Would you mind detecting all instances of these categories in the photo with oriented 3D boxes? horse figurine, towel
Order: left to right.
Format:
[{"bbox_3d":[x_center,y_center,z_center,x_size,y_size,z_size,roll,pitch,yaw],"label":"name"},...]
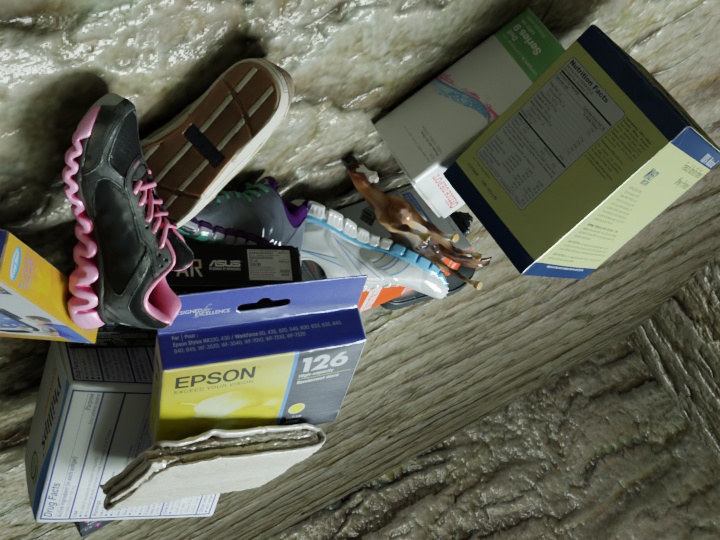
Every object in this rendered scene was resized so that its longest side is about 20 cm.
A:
[{"bbox_3d":[-0.147,0.194,0.906,0.199,0.035,0.132,3,150,-41],"label":"towel"},{"bbox_3d":[0.068,-0.042,0.996,0.050,0.132,0.200,-57,141,0],"label":"horse figurine"}]

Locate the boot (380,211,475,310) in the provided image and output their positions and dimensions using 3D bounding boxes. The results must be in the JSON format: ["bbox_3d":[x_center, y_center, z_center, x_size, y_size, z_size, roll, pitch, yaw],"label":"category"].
[{"bbox_3d":[0.114,-0.026,1.293,0.197,0.074,0.163,-20,154,-32],"label":"boot"}]

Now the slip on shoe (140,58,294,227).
[{"bbox_3d":[-0.133,-0.096,0.738,0.200,0.076,0.061,-42,-179,17],"label":"slip on shoe"}]

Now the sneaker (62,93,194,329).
[{"bbox_3d":[-0.170,-0.036,0.693,0.079,0.095,0.201,-65,166,-56],"label":"sneaker"}]

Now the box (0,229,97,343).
[{"bbox_3d":[-0.290,0.011,0.689,0.118,0.042,0.200,3,163,8],"label":"box"}]

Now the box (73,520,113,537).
[{"bbox_3d":[-0.285,0.214,1.136,0.199,0.132,0.115,-24,156,-26],"label":"box"}]

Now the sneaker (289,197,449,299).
[{"bbox_3d":[0.000,0.000,0.987,0.087,0.199,0.075,-68,-169,-9],"label":"sneaker"}]

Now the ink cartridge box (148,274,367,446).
[{"bbox_3d":[-0.097,0.093,0.863,0.196,0.047,0.201,-7,143,-21],"label":"ink cartridge box"}]

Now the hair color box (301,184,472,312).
[{"bbox_3d":[0.021,-0.024,1.080,0.199,0.111,0.064,-23,158,-30],"label":"hair color box"}]

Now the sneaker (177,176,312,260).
[{"bbox_3d":[-0.126,-0.060,0.868,0.200,0.074,0.088,24,80,-52],"label":"sneaker"}]

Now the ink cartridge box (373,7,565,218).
[{"bbox_3d":[0.129,-0.159,0.964,0.200,0.088,0.145,-38,160,7],"label":"ink cartridge box"}]

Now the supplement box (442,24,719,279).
[{"bbox_3d":[0.229,-0.107,0.914,0.200,0.135,0.200,-44,158,22],"label":"supplement box"}]

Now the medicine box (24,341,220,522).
[{"bbox_3d":[-0.237,0.164,0.968,0.199,0.103,0.183,7,119,-29],"label":"medicine box"}]

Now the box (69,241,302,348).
[{"bbox_3d":[-0.171,0.027,0.864,0.199,0.044,0.160,1,156,-20],"label":"box"}]
